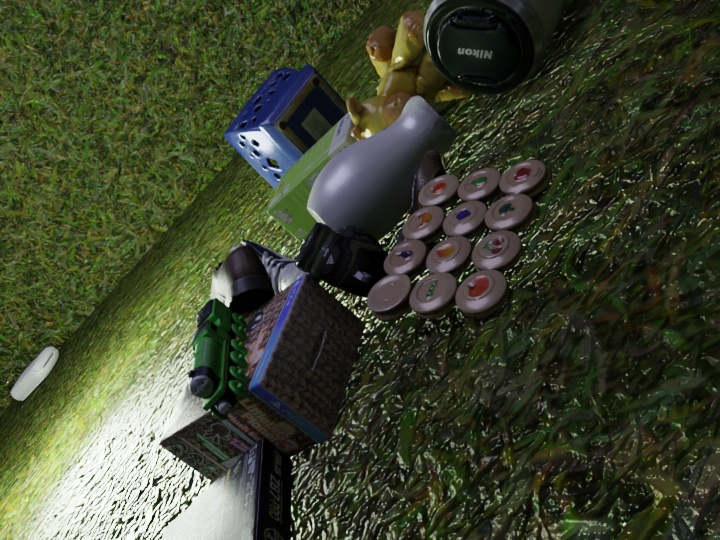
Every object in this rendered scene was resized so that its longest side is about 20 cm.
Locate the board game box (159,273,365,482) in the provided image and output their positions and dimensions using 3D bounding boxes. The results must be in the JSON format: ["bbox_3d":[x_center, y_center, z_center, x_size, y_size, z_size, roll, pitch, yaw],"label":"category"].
[{"bbox_3d":[-0.108,0.127,0.812,0.200,0.097,0.160,-34,24,37],"label":"board game box"}]

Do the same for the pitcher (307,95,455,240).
[{"bbox_3d":[0.027,-0.122,0.981,0.200,0.121,0.172,-45,-8,-4],"label":"pitcher"}]

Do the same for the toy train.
[{"bbox_3d":[-0.147,0.084,0.743,0.042,0.056,0.200,-46,20,9],"label":"toy train"}]

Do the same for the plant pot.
[{"bbox_3d":[-0.125,-0.288,1.482,0.201,0.200,0.179,-55,28,-18],"label":"plant pot"}]

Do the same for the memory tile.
[{"bbox_3d":[0.097,-0.033,0.719,0.152,0.017,0.201,-4,46,39],"label":"memory tile"}]

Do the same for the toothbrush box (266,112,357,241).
[{"bbox_3d":[-0.057,-0.168,1.261,0.200,0.086,0.146,-40,21,27],"label":"toothbrush box"}]

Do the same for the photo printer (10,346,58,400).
[{"bbox_3d":[-1.277,0.400,2.858,0.200,0.069,0.167,-41,21,22],"label":"photo printer"}]

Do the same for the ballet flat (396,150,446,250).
[{"bbox_3d":[0.082,-0.071,0.842,0.046,0.068,0.201,-2,41,19],"label":"ballet flat"}]

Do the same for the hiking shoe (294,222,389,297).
[{"bbox_3d":[0.000,0.000,0.829,0.076,0.100,0.200,-60,-15,10],"label":"hiking shoe"}]

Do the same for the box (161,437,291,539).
[{"bbox_3d":[-0.132,0.273,0.668,0.161,0.049,0.200,-43,20,11],"label":"box"}]

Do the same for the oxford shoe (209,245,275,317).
[{"bbox_3d":[-0.158,0.036,0.913,0.200,0.072,0.085,-51,50,49],"label":"oxford shoe"}]

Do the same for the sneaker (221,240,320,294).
[{"bbox_3d":[-0.121,0.010,0.947,0.199,0.129,0.080,-135,58,-80],"label":"sneaker"}]

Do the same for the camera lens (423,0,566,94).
[{"bbox_3d":[0.184,-0.348,0.964,0.160,0.160,0.201,-23,32,51],"label":"camera lens"}]

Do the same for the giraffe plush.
[{"bbox_3d":[0.053,-0.251,1.072,0.200,0.172,0.163,-33,24,57],"label":"giraffe plush"}]
